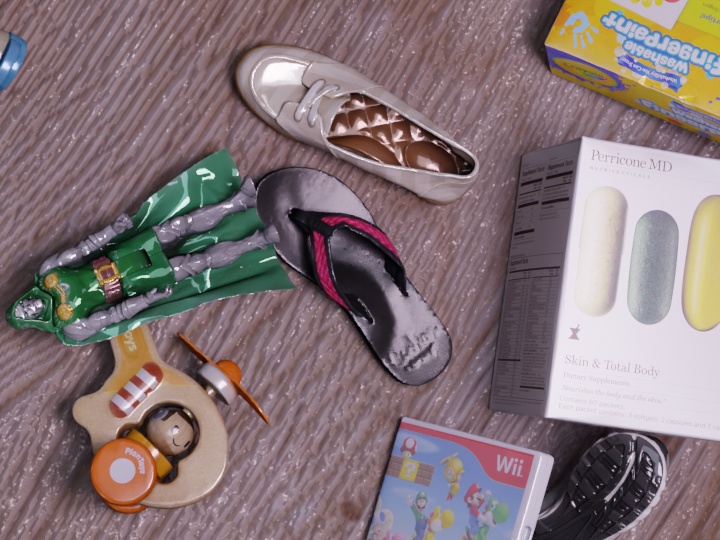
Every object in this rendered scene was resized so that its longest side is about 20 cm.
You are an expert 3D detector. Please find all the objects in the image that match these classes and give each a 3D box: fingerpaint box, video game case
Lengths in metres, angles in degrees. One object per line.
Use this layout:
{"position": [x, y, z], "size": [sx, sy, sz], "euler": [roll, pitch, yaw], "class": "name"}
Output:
{"position": [0.264, -0.193, 1.570], "size": [0.200, 0.073, 0.167], "euler": [24, 82, 14], "class": "fingerpaint box"}
{"position": [0.056, 0.216, 1.517], "size": [0.017, 0.143, 0.200], "euler": [23, 82, -44], "class": "video game case"}

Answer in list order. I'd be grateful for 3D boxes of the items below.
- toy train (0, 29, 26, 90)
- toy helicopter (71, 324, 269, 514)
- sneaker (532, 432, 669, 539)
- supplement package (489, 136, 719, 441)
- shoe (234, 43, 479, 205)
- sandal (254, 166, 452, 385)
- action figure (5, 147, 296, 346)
{"position": [-0.328, -0.109, 1.477], "size": [0.116, 0.085, 0.200], "euler": [30, 82, -23], "class": "toy train"}
{"position": [-0.148, 0.072, 1.508], "size": [0.132, 0.079, 0.200], "euler": [-18, 79, -6], "class": "toy helicopter"}
{"position": [0.155, 0.193, 1.549], "size": [0.200, 0.079, 0.074], "euler": [-42, 78, 19], "class": "sneaker"}
{"position": [0.197, 0.017, 1.541], "size": [0.151, 0.151, 0.201], "euler": [8, 86, -11], "class": "supplement package"}
{"position": [0.001, -0.113, 1.554], "size": [0.200, 0.053, 0.070], "euler": [27, 83, -10], "class": "shoe"}
{"position": [0.000, 0.000, 1.554], "size": [0.075, 0.045, 0.200], "euler": [-42, 96, -10], "class": "sandal"}
{"position": [-0.159, -0.002, 1.488], "size": [0.200, 0.055, 0.118], "euler": [-25, 73, -13], "class": "action figure"}
